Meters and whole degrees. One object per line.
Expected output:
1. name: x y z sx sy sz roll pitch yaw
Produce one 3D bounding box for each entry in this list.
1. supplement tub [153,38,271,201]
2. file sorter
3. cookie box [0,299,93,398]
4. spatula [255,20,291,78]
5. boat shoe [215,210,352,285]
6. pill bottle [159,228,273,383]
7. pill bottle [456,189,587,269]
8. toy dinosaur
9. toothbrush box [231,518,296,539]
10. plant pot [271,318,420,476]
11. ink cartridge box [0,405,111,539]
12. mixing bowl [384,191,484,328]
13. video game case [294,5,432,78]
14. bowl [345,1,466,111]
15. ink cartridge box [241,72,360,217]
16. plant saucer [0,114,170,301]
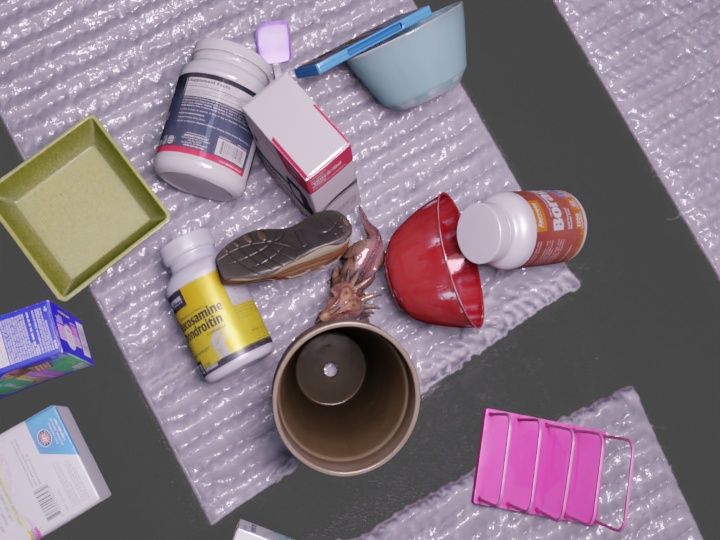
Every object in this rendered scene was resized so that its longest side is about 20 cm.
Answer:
1. supplement tub: -0.213 -0.218 1.153 0.137 0.140 0.205 15 79 -4
2. file sorter: 0.281 0.290 1.141 0.195 0.125 0.143 11 80 -5
3. cookie box: -0.481 0.120 1.049 0.196 0.171 0.077 -19 80 -9
4. spatula: -0.128 -0.294 1.237 0.055 0.021 0.205 -7 82 -10
5. boat shoe: -0.102 -0.017 1.096 0.196 0.075 0.077 -17 57 -13
6. pill bottle: -0.211 0.049 1.124 0.110 0.112 0.203 -26 84 -11
7. pill bottle: 0.238 -0.060 1.160 0.197 0.111 0.115 -7 80 -41
8. toy dinosaur: 0.000 0.000 1.147 0.084 0.136 0.204 19 78 -4
9. toothbrush box: -0.105 0.455 1.084 0.196 0.085 0.150 20 79 -4
10. plant pot: -0.029 0.157 1.087 0.195 0.173 0.206 -1 96 -9
11. ink cartridge box: -0.466 0.298 1.064 0.197 0.085 0.147 -29 85 -12
12. mixing bowl: 0.102 -0.002 1.152 0.106 0.199 0.205 -15 82 20
13. video game case: 0.000 -0.349 1.204 0.197 0.143 0.018 -30 109 -11
14. bowl: 0.084 -0.317 1.197 0.198 0.200 0.107 -29 106 -11
15. ink cartridge box: -0.079 -0.160 1.119 0.084 0.200 0.145 -39 74 -8
16. plant saucer: -0.411 -0.089 1.153 0.199 0.048 0.201 -39 87 -12
